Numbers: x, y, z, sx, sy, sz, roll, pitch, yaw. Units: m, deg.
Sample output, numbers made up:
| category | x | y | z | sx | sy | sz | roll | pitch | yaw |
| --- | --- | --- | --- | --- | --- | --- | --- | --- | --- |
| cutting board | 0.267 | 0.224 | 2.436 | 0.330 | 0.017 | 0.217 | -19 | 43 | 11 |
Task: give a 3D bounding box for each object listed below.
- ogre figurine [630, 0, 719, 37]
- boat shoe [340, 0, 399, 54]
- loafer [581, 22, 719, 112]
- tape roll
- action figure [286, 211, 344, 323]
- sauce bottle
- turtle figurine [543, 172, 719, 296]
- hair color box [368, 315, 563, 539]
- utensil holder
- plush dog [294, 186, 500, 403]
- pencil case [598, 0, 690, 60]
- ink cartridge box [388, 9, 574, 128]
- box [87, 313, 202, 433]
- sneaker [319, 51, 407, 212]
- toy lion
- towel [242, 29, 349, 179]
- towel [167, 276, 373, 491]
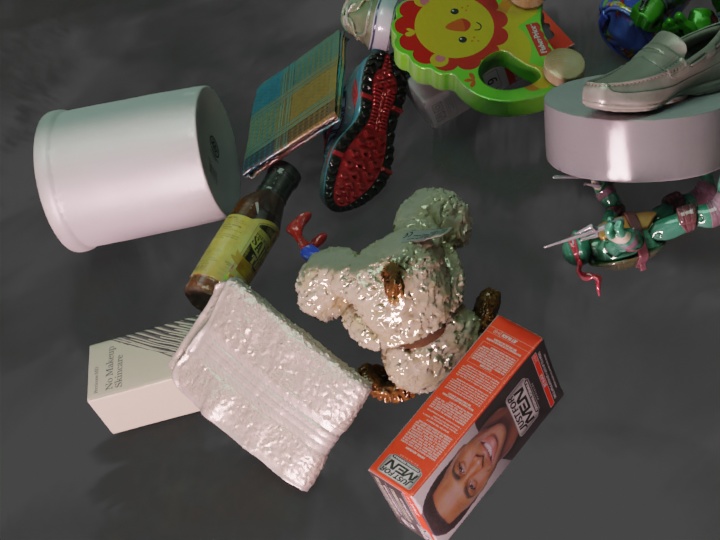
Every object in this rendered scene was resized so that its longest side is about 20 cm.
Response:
| category | x | y | z | sx | sy | sz | roll | pitch | yaw |
| --- | --- | --- | --- | --- | --- | --- | --- | --- | --- |
| ogre figurine | 0.410 | -0.287 | 1.635 | 0.198 | 0.098 | 0.121 | 8 | 55 | 26 |
| boat shoe | 0.008 | -0.301 | 1.785 | 0.061 | 0.073 | 0.200 | 12 | 7 | -6 |
| loafer | 0.298 | -0.204 | 1.474 | 0.199 | 0.071 | 0.070 | -20 | 25 | -35 |
| tape roll | 0.290 | -0.152 | 1.533 | 0.198 | 0.067 | 0.201 | -3 | 20 | 1 |
| action figure | 0.000 | 0.000 | 1.593 | 0.099 | 0.065 | 0.201 | -35 | 46 | 5 |
| sauce bottle | -0.129 | -0.040 | 1.684 | 0.065 | 0.066 | 0.201 | 12 | 60 | 31 |
| turtle figurine | 0.273 | -0.051 | 1.494 | 0.198 | 0.101 | 0.150 | -15 | 32 | -1 |
| hair color box | 0.104 | 0.152 | 1.398 | 0.061 | 0.102 | 0.200 | 28 | 68 | 38 |
| utensil holder | -0.259 | -0.123 | 1.742 | 0.198 | 0.171 | 0.171 | -11 | 49 | 12 |
| plush dog | 0.057 | 0.043 | 1.464 | 0.199 | 0.173 | 0.161 | -32 | 27 | 1 |
| pencil case | 0.349 | -0.337 | 1.716 | 0.086 | 0.078 | 0.201 | 33 | 67 | 8 |
| ink cartridge box | 0.143 | -0.262 | 1.762 | 0.199 | 0.051 | 0.109 | -31 | 47 | -2 |
| box | -0.191 | 0.104 | 1.587 | 0.198 | 0.069 | 0.083 | -16 | 48 | 9 |
| sneaker | -0.005 | -0.153 | 1.735 | 0.095 | 0.079 | 0.202 | -18 | 48 | 60 |
| toy lion | 0.135 | -0.252 | 1.666 | 0.190 | 0.069 | 0.201 | -14 | 55 | -8 |
| towel | -0.076 | -0.199 | 1.770 | 0.146 | 0.022 | 0.201 | -31 | 30 | 23 |
| towel | -0.095 | 0.111 | 1.487 | 0.199 | 0.034 | 0.133 | 36 | 101 | 17 |
